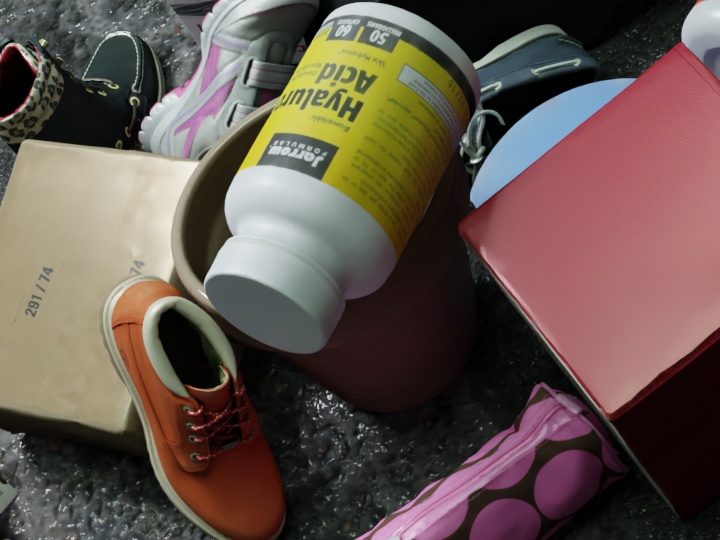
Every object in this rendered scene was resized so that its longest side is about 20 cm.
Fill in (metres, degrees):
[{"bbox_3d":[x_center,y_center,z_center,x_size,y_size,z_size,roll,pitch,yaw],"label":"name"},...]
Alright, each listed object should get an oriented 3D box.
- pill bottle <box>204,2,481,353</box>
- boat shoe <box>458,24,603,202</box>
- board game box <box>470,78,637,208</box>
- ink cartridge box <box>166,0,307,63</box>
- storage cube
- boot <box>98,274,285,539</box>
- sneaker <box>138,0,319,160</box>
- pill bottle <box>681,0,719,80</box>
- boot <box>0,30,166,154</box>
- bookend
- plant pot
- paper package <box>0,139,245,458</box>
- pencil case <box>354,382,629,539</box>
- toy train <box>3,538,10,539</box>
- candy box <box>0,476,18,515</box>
[{"bbox_3d":[-0.014,-0.054,1.448,0.111,0.111,0.201,9,59,34],"label":"pill bottle"},{"bbox_3d":[0.083,-0.100,1.703,0.199,0.075,0.062,-30,41,-14],"label":"boat shoe"},{"bbox_3d":[0.173,-0.036,1.624,0.157,0.039,0.201,-31,55,4],"label":"board game box"},{"bbox_3d":[-0.082,-0.246,1.825,0.146,0.200,0.083,-4,55,27],"label":"ink cartridge box"},{"bbox_3d":[0.195,0.008,1.460,0.180,0.171,0.200,-39,56,1],"label":"storage cube"},{"bbox_3d":[-0.099,0.098,1.550,0.075,0.201,0.107,-33,14,-18],"label":"boot"},{"bbox_3d":[-0.083,-0.132,1.790,0.088,0.081,0.200,55,127,29],"label":"sneaker"},{"bbox_3d":[0.312,-0.203,1.632,0.112,0.113,0.200,21,66,39],"label":"pill bottle"},{"bbox_3d":[-0.220,-0.139,1.843,0.073,0.154,0.205,-8,51,23],"label":"boot"},{"bbox_3d":[0.089,-0.204,1.753,0.199,0.199,0.092,7,42,-23],"label":"bookend"},{"bbox_3d":[0.000,0.000,1.595,0.199,0.175,0.201,-15,48,18],"label":"plant pot"},{"bbox_3d":[-0.173,0.024,1.686,0.190,0.103,0.201,9,76,35],"label":"paper package"},{"bbox_3d":[0.068,0.150,1.493,0.200,0.094,0.091,-38,45,-5],"label":"pencil case"},{"bbox_3d":[-0.270,0.266,1.569,0.200,0.087,0.114,-46,18,-17],"label":"toy train"},{"bbox_3d":[-0.327,0.178,1.649,0.137,0.061,0.200,-49,20,-17],"label":"candy box"}]
